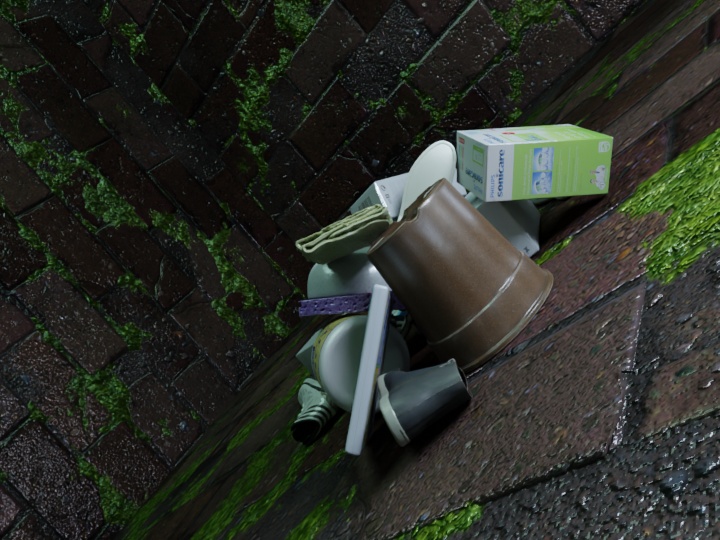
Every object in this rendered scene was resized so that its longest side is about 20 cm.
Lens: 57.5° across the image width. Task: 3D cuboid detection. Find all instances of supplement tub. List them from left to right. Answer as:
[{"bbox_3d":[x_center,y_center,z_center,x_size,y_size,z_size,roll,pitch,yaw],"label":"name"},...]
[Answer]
[{"bbox_3d":[-0.007,0.146,1.069,0.145,0.146,0.200,-44,5,-9],"label":"supplement tub"}]

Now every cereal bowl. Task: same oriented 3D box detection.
[{"bbox_3d":[0.000,0.000,1.157,0.193,0.086,0.200,-6,-1,0],"label":"cereal bowl"}]

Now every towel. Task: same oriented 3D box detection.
[{"bbox_3d":[-0.017,-0.049,0.997,0.145,0.037,0.200,-24,-4,4],"label":"towel"}]

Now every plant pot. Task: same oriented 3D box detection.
[{"bbox_3d":[0.123,-0.001,0.892,0.200,0.199,0.200,-42,6,5],"label":"plant pot"}]

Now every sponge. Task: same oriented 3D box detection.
[{"bbox_3d":[0.004,0.055,1.089,0.195,0.031,0.110,-7,-4,34],"label":"sponge"}]

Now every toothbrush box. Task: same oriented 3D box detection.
[{"bbox_3d":[0.259,-0.167,1.002,0.193,0.089,0.146,-6,20,-7],"label":"toothbrush box"}]

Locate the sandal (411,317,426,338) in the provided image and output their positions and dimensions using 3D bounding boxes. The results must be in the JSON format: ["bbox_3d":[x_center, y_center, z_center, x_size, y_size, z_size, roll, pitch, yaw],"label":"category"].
[{"bbox_3d":[0.118,0.055,1.175,0.043,0.076,0.201,-38,8,29],"label":"sandal"}]

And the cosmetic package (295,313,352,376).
[{"bbox_3d":[-0.049,0.175,1.401,0.081,0.113,0.199,-46,6,-32],"label":"cosmetic package"}]

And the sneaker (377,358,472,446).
[{"bbox_3d":[0.081,0.153,0.815,0.104,0.076,0.200,-29,3,2],"label":"sneaker"}]

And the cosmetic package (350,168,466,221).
[{"bbox_3d":[0.087,-0.125,1.179,0.196,0.076,0.101,-19,-12,-34],"label":"cosmetic package"}]

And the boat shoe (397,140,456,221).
[{"bbox_3d":[0.103,-0.114,1.081,0.062,0.071,0.205,-24,-45,-78],"label":"boat shoe"}]

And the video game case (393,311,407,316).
[{"bbox_3d":[0.048,0.128,1.512,0.199,0.018,0.143,-42,5,34],"label":"video game case"}]

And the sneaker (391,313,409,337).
[{"bbox_3d":[0.042,0.120,1.289,0.078,0.080,0.200,-42,4,20],"label":"sneaker"}]

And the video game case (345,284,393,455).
[{"bbox_3d":[0.015,0.129,0.875,0.182,0.021,0.207,54,-134,-81],"label":"video game case"}]

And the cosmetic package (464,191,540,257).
[{"bbox_3d":[0.198,-0.051,1.133,0.199,0.123,0.201,-42,7,25],"label":"cosmetic package"}]

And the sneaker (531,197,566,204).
[{"bbox_3d":[0.329,-0.186,1.202,0.071,0.113,0.200,-42,5,-2],"label":"sneaker"}]

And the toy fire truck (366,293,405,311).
[{"bbox_3d":[0.070,-0.019,1.348,0.167,0.202,0.112,-32,-5,-41],"label":"toy fire truck"}]

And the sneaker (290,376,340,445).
[{"bbox_3d":[-0.105,0.271,1.262,0.115,0.076,0.200,-44,7,-25],"label":"sneaker"}]
